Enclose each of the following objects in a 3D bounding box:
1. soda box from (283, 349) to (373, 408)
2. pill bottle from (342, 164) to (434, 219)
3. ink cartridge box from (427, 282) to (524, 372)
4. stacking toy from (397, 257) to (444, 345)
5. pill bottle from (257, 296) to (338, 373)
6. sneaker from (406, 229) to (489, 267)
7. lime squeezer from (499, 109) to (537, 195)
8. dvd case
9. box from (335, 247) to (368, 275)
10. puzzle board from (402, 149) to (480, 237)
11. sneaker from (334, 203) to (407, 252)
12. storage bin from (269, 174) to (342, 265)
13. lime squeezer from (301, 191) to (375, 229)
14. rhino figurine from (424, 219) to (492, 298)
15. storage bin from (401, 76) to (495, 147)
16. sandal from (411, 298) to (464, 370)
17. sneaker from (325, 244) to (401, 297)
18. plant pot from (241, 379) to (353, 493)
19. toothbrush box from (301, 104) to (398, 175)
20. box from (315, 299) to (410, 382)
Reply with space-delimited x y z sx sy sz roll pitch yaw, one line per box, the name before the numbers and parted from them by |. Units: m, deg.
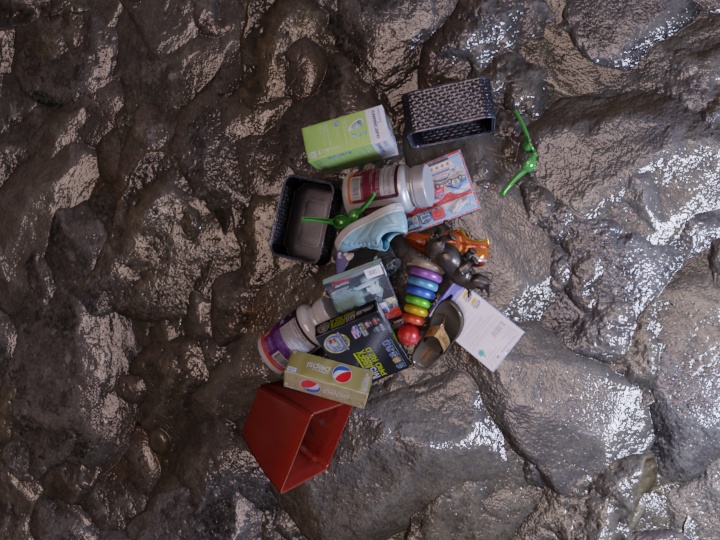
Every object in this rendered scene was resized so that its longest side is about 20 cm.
soda box | -0.074 0.251 1.263 0.197 0.064 0.068 16 136 3
pill bottle | 0.066 -0.186 1.286 0.197 0.114 0.116 -5 87 22
ink cartridge box | 0.268 0.125 1.282 0.199 0.042 0.120 39 99 9
stacking toy | 0.132 0.077 1.281 0.084 0.085 0.203 16 85 13
pill bottle | -0.144 0.153 1.330 0.199 0.111 0.112 -36 81 16
sneaker | 0.206 -0.064 1.297 0.197 0.073 0.078 13 74 7
lime squeezer | 0.376 -0.271 1.271 0.070 0.037 0.203 9 90 45
dvd case | 0.014 0.077 1.285 0.144 0.022 0.201 -21 126 7
box | -0.004 0.041 1.353 0.119 0.032 0.204 1 89 13
puzzle board | 0.172 -0.186 1.326 0.197 0.017 0.153 -20 84 11
sneaker | 0.022 -0.075 1.248 0.199 0.073 0.083 -30 68 34
storage bin | -0.132 -0.122 1.356 0.133 0.094 0.203 13 92 13
lime squeezer | -0.035 -0.131 1.261 0.198 0.038 0.071 -15 127 28
rhino figurine | 0.223 -0.012 1.228 0.200 0.060 0.087 46 121 -8
storage bin | 0.202 -0.359 1.253 0.197 0.135 0.095 -9 86 12
sandal | 0.172 0.158 1.267 0.081 0.054 0.201 38 118 12
sneaker | 0.000 0.000 1.307 0.198 0.076 0.092 -30 64 12
plant pot | -0.160 0.364 1.298 0.175 0.199 0.202 27 100 26
toothbrush box | -0.022 -0.307 1.309 0.197 0.145 0.088 -12 85 13
box | 0.008 0.178 1.279 0.158 0.045 0.201 -23 124 10
